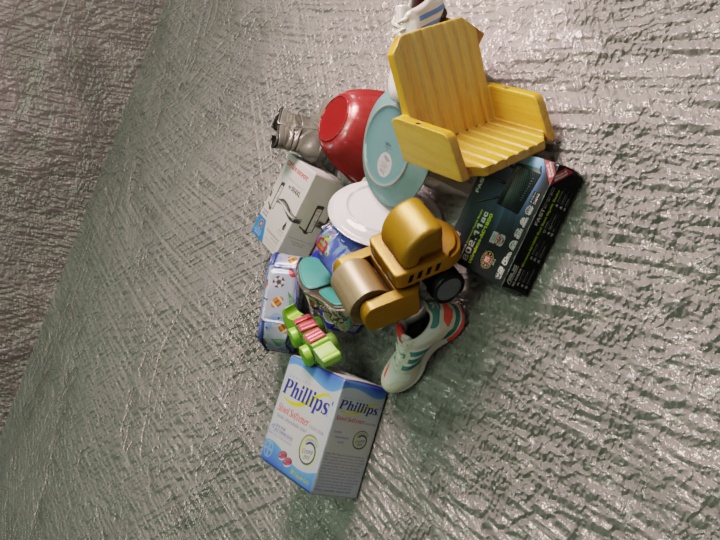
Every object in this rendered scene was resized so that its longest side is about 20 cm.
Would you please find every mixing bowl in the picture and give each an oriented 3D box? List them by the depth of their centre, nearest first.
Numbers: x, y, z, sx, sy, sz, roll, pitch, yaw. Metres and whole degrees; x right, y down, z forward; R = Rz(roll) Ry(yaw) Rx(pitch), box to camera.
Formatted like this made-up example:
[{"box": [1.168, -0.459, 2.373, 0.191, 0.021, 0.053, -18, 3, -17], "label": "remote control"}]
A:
[{"box": [-0.014, -0.287, 1.473, 0.200, 0.108, 0.201, -24, 57, 44], "label": "mixing bowl"}]

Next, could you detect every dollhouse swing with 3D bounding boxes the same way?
[{"box": [0.162, -0.262, 1.072, 0.182, 0.199, 0.176, 30, 136, 46], "label": "dollhouse swing"}]

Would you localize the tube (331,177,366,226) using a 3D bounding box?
[{"box": [-0.025, -0.095, 1.456, 0.200, 0.052, 0.058, -53, -2, 27], "label": "tube"}]

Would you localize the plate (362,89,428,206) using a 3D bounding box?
[{"box": [0.051, -0.206, 1.211, 0.200, 0.025, 0.201, 2, 93, 56], "label": "plate"}]

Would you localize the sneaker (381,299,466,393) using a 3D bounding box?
[{"box": [0.078, 0.118, 1.185, 0.200, 0.093, 0.070, -50, 41, 25], "label": "sneaker"}]

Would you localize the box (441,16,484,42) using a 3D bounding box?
[{"box": [0.114, -0.318, 1.214, 0.119, 0.041, 0.201, 42, 110, 52], "label": "box"}]

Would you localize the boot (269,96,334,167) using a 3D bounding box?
[{"box": [-0.119, -0.325, 1.580, 0.068, 0.130, 0.201, -45, 28, 50], "label": "boot"}]

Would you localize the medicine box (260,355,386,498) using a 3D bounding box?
[{"box": [-0.068, 0.273, 1.297, 0.182, 0.103, 0.201, 13, 85, 53], "label": "medicine box"}]

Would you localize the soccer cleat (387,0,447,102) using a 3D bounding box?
[{"box": [0.073, -0.368, 1.165, 0.070, 0.086, 0.201, 2, 68, 48], "label": "soccer cleat"}]

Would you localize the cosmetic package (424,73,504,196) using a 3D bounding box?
[{"box": [0.157, -0.237, 1.237, 0.087, 0.103, 0.201, 14, 84, 55], "label": "cosmetic package"}]

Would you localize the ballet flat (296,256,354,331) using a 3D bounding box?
[{"box": [-0.064, 0.049, 1.304, 0.200, 0.068, 0.076, -135, 38, -52], "label": "ballet flat"}]

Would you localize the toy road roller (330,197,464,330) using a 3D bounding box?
[{"box": [0.055, -0.019, 1.095, 0.146, 0.199, 0.123, 81, 162, -46], "label": "toy road roller"}]

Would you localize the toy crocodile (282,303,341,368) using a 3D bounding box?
[{"box": [-0.088, 0.117, 1.311, 0.200, 0.067, 0.062, 41, 151, 61], "label": "toy crocodile"}]

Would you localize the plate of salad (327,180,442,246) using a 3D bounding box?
[{"box": [0.042, -0.093, 1.267, 0.200, 0.199, 0.048, -117, 25, -44], "label": "plate of salad"}]

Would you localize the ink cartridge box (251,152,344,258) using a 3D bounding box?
[{"box": [-0.138, -0.135, 1.583, 0.146, 0.084, 0.201, 43, 109, 51], "label": "ink cartridge box"}]

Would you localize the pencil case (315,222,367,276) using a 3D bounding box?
[{"box": [0.000, 0.000, 1.238, 0.087, 0.078, 0.200, -51, 52, 14], "label": "pencil case"}]

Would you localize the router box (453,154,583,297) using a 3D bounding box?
[{"box": [0.226, -0.080, 1.109, 0.150, 0.062, 0.201, 34, 102, 54], "label": "router box"}]

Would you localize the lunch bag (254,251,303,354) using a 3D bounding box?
[{"box": [-0.157, 0.073, 1.477, 0.160, 0.075, 0.201, 89, -170, -75], "label": "lunch bag"}]

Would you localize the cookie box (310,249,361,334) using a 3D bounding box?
[{"box": [-0.008, -0.011, 1.365, 0.200, 0.075, 0.171, -50, 44, 25], "label": "cookie box"}]
